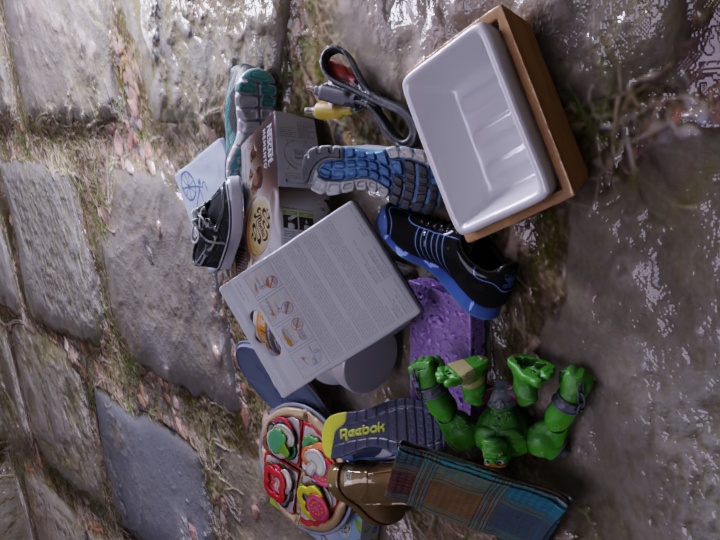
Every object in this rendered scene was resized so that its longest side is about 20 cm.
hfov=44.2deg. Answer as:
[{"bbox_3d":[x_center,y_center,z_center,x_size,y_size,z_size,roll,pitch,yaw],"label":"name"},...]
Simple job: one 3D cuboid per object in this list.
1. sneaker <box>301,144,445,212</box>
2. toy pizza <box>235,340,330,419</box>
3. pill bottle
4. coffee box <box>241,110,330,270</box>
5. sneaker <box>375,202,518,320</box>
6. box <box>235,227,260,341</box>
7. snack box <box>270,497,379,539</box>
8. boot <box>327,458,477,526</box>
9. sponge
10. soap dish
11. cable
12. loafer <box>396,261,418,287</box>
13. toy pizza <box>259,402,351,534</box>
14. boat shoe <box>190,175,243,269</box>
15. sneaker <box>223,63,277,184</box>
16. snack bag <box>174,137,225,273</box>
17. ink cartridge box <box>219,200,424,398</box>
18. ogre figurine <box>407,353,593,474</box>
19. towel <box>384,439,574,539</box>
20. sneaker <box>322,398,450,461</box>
[{"bbox_3d":[0.034,-0.123,1.073,0.199,0.087,0.075,13,110,23],"label":"sneaker"},{"bbox_3d":[-0.113,0.178,1.367,0.200,0.032,0.201,33,151,21],"label":"toy pizza"},{"bbox_3d":[-0.050,0.087,1.220,0.200,0.116,0.117,26,123,45],"label":"pill bottle"},{"bbox_3d":[-0.101,-0.097,1.192,0.113,0.080,0.201,-31,58,54],"label":"coffee box"},{"bbox_3d":[0.101,-0.033,1.026,0.200,0.070,0.078,42,129,27],"label":"sneaker"},{"bbox_3d":[-0.133,0.010,1.335,0.100,0.075,0.201,18,119,48],"label":"box"},{"bbox_3d":[-0.056,0.345,1.367,0.200,0.053,0.143,27,125,36],"label":"snack box"},{"bbox_3d":[0.080,0.292,1.155,0.199,0.175,0.066,-10,61,33],"label":"boot"},{"bbox_3d":[0.106,0.115,1.101,0.111,0.030,0.201,21,120,48],"label":"sponge"},{"bbox_3d":[0.139,-0.147,0.916,0.157,0.081,0.201,-26,82,53],"label":"soap dish"},{"bbox_3d":[0.009,-0.218,1.108,0.200,0.050,0.098,25,108,30],"label":"cable"},{"bbox_3d":[0.000,0.000,1.182,0.200,0.063,0.072,27,147,49],"label":"loafer"},{"bbox_3d":[-0.088,0.296,1.310,0.200,0.032,0.201,11,107,42],"label":"toy pizza"},{"bbox_3d":[-0.209,-0.066,1.267,0.199,0.068,0.074,121,144,-60],"label":"boat shoe"},{"bbox_3d":[-0.168,-0.212,1.309,0.091,0.077,0.201,53,138,49],"label":"sneaker"},{"bbox_3d":[-0.235,-0.108,1.462,0.200,0.021,0.189,-25,84,54],"label":"snack bag"},{"bbox_3d":[-0.046,0.036,1.079,0.200,0.050,0.163,-33,83,9],"label":"ink cartridge box"},{"bbox_3d":[0.159,0.155,0.995,0.098,0.199,0.120,-82,-19,-65],"label":"ogre figurine"},{"bbox_3d":[0.129,0.263,1.020,0.199,0.022,0.147,17,142,7],"label":"towel"},{"bbox_3d":[0.046,0.209,1.143,0.199,0.082,0.074,-10,68,38],"label":"sneaker"}]
